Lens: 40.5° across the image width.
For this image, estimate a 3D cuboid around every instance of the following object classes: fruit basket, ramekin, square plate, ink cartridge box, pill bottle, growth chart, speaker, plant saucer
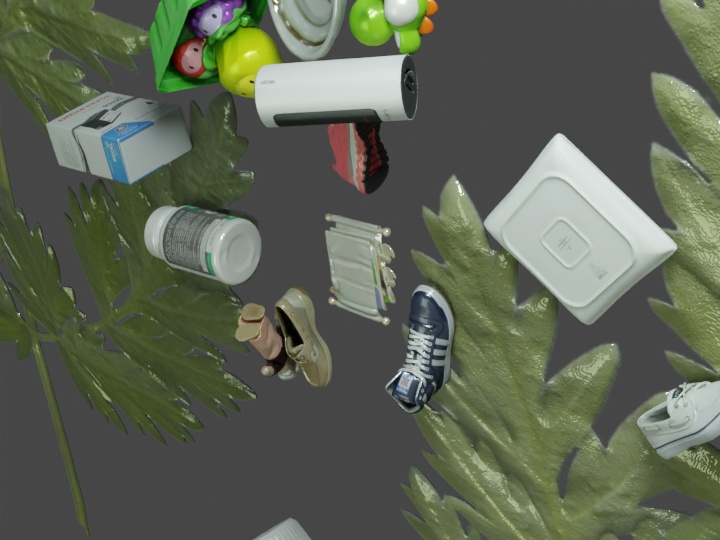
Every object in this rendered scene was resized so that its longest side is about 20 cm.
[{"bbox_3d":[-0.195,-0.314,1.382,0.215,0.154,0.219,28,127,45],"label":"fruit basket"},{"bbox_3d":[-0.194,0.612,2.091,0.095,0.201,0.202,59,143,9],"label":"ramekin"},{"bbox_3d":[0.265,-0.041,1.228,0.198,0.028,0.200,45,142,8],"label":"square plate"},{"bbox_3d":[-0.408,-0.227,1.649,0.198,0.145,0.085,16,130,36],"label":"ink cartridge box"},{"bbox_3d":[-0.276,-0.049,1.689,0.198,0.113,0.114,14,130,36],"label":"pill bottle"},{"bbox_3d":[0.000,0.000,1.533,0.143,0.018,0.202,24,135,30],"label":"growth chart"},{"bbox_3d":[-0.029,-0.226,1.230,0.197,0.082,0.082,0,124,18],"label":"speaker"},{"bbox_3d":[-0.060,-0.370,1.236,0.200,0.050,0.203,38,136,49],"label":"plant saucer"}]

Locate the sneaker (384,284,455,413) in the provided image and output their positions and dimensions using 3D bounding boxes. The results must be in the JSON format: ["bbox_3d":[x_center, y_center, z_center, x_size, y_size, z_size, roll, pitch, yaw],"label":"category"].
[{"bbox_3d":[0.087,0.127,1.475,0.069,0.108,0.202,20,133,31],"label":"sneaker"}]

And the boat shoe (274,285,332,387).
[{"bbox_3d":[-0.104,0.127,1.700,0.071,0.065,0.202,13,129,38],"label":"boat shoe"}]

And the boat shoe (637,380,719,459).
[{"bbox_3d":[0.412,0.176,1.220,0.067,0.074,0.201,40,142,7],"label":"boat shoe"}]

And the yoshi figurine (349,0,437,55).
[{"bbox_3d":[0.017,-0.351,1.166,0.111,0.112,0.202,20,136,45],"label":"yoshi figurine"}]

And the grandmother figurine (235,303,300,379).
[{"bbox_3d":[-0.156,0.132,1.722,0.060,0.122,0.201,9,151,25],"label":"grandmother figurine"}]

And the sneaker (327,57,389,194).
[{"bbox_3d":[-0.015,-0.199,1.340,0.086,0.074,0.202,26,136,30],"label":"sneaker"}]
